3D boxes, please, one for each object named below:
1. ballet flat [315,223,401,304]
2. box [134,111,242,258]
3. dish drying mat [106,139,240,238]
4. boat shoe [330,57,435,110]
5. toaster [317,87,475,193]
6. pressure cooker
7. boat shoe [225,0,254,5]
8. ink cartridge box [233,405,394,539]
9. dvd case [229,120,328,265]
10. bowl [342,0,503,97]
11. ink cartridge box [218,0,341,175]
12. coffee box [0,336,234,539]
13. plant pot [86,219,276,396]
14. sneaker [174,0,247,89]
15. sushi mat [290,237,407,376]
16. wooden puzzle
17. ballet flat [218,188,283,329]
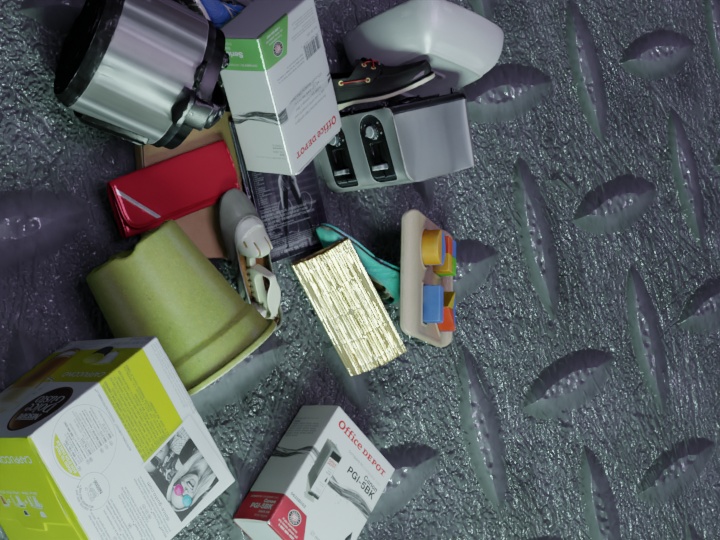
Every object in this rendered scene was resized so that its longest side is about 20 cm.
[{"bbox_3d":[0.000,0.000,1.874,0.199,0.067,0.071,30,82,-42],"label":"ballet flat"},{"bbox_3d":[-0.224,-0.115,1.710,0.162,0.021,0.203,-1,85,-44],"label":"box"},{"bbox_3d":[-0.238,-0.107,1.668,0.199,0.018,0.078,-26,102,-42],"label":"dish drying mat"},{"bbox_3d":[0.006,-0.271,1.840,0.074,0.199,0.064,-59,136,-71],"label":"boat shoe"},{"bbox_3d":[0.055,-0.190,1.882,0.199,0.180,0.120,-19,101,-42],"label":"toaster"},{"bbox_3d":[-0.254,-0.245,1.573,0.199,0.178,0.178,23,65,-26],"label":"pressure cooker"},{"bbox_3d":[-0.135,-0.391,1.801,0.199,0.066,0.075,5,81,-43],"label":"boat shoe"},{"bbox_3d":[-0.060,0.306,1.770,0.147,0.082,0.201,49,55,-26],"label":"ink cartridge box"},{"bbox_3d":[-0.110,-0.122,1.810,0.148,0.016,0.202,-21,100,-52],"label":"dvd case"},{"bbox_3d":[0.095,-0.319,1.913,0.199,0.199,0.076,16,66,-42],"label":"bowl"},{"bbox_3d":[-0.109,-0.249,1.720,0.146,0.084,0.202,-49,137,-45],"label":"ink cartridge box"},{"bbox_3d":[-0.308,0.213,1.466,0.198,0.199,0.201,-40,112,-39],"label":"coffee box"},{"bbox_3d":[-0.235,0.047,1.584,0.200,0.200,0.185,-40,100,-39],"label":"plant pot"},{"bbox_3d":[-0.200,-0.335,1.735,0.200,0.078,0.090,51,46,-36],"label":"sneaker"},{"bbox_3d":[-0.015,0.055,1.842,0.012,0.095,0.201,-91,156,-66],"label":"sushi mat"},{"bbox_3d":[0.113,0.015,1.952,0.200,0.046,0.188,22,68,-67],"label":"wooden puzzle"},{"bbox_3d":[-0.139,-0.012,1.724,0.067,0.063,0.202,-25,115,-39],"label":"ballet flat"}]
